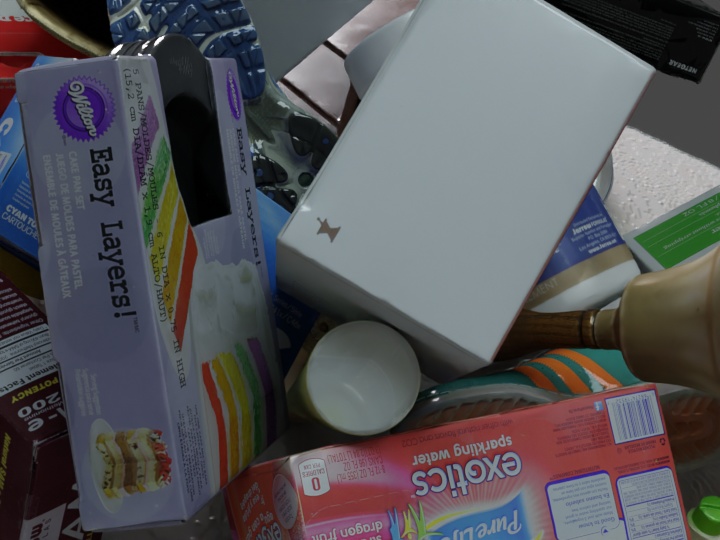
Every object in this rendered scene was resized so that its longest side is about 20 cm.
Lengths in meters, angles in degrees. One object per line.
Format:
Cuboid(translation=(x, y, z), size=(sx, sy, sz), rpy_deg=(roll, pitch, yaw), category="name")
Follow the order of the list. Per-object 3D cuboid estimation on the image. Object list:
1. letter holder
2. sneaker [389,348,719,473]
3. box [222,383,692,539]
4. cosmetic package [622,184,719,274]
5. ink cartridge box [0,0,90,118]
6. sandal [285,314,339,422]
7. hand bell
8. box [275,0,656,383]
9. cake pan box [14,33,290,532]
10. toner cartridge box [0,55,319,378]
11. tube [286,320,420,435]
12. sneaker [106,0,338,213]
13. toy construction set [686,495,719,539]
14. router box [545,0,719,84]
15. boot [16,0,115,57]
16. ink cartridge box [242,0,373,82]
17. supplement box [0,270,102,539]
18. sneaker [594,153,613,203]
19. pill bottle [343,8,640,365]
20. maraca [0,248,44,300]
Cuboid(translation=(0.016, -0.153, 1.170), size=(0.200, 0.101, 0.142), rpy_deg=(-23, 51, -40), category="letter holder")
Cuboid(translation=(0.107, 0.080, 0.955), size=(0.199, 0.072, 0.080), rpy_deg=(-2, 22, -15), category="sneaker")
Cuboid(translation=(0.048, 0.124, 0.811), size=(0.200, 0.095, 0.103), rpy_deg=(-9, 82, -26), category="box")
Cuboid(translation=(0.245, 0.031, 0.981), size=(0.107, 0.085, 0.200), rpy_deg=(-28, 30, -6), category="cosmetic package")
Cuboid(translation=(-0.247, -0.157, 1.091), size=(0.116, 0.067, 0.200), rpy_deg=(-3, 42, -27), category="ink cartridge box")
Cuboid(translation=(-0.005, -0.003, 0.999), size=(0.077, 0.070, 0.212), rpy_deg=(26, 39, 10), category="sandal")
Cuboid(translation=(0.116, 0.033, 0.895), size=(0.200, 0.104, 0.104), rpy_deg=(-5, 26, 32), category="hand bell")
Cuboid(translation=(0.041, -0.039, 0.813), size=(0.106, 0.152, 0.200), rpy_deg=(31, -6, 0), category="box")
Cuboid(translation=(-0.087, -0.003, 0.762), size=(0.052, 0.201, 0.184), rpy_deg=(-7, 4, 10), category="cake pan box")
Cuboid(translation=(-0.104, -0.018, 0.881), size=(0.200, 0.095, 0.043), rpy_deg=(35, -14, -35), category="toner cartridge box")
Cuboid(translation=(-0.004, 0.057, 0.838), size=(0.058, 0.200, 0.052), rpy_deg=(34, 83, 2), category="tube")
Cuboid(translation=(-0.081, -0.099, 0.981), size=(0.077, 0.085, 0.200), rpy_deg=(-37, 101, -8), category="sneaker")
Cuboid(translation=(0.212, 0.187, 0.848), size=(0.131, 0.092, 0.200), rpy_deg=(0, 30, -22), category="toy construction set")
Cuboid(translation=(0.120, -0.195, 1.103), size=(0.200, 0.051, 0.149), rpy_deg=(16, 21, -25), category="router box")
Cuboid(translation=(-0.177, -0.204, 1.050), size=(0.200, 0.073, 0.155), rpy_deg=(53, 16, 5), category="boot")
Cuboid(translation=(-0.063, -0.245, 1.054), size=(0.146, 0.147, 0.200), rpy_deg=(42, 19, -30), category="ink cartridge box")
Cuboid(translation=(-0.202, 0.049, 0.826), size=(0.061, 0.109, 0.200), rpy_deg=(-25, 55, -41), category="supplement box")
Cuboid(translation=(0.138, -0.066, 1.134), size=(0.073, 0.071, 0.200), rpy_deg=(18, 38, 0), category="sneaker")
Cuboid(translation=(0.071, -0.054, 1.001), size=(0.111, 0.111, 0.200), rpy_deg=(-22, 80, -40), category="pill bottle")
Cuboid(translation=(-0.139, -0.037, 0.962), size=(0.200, 0.107, 0.137), rpy_deg=(-4, 39, -42), category="maraca")
